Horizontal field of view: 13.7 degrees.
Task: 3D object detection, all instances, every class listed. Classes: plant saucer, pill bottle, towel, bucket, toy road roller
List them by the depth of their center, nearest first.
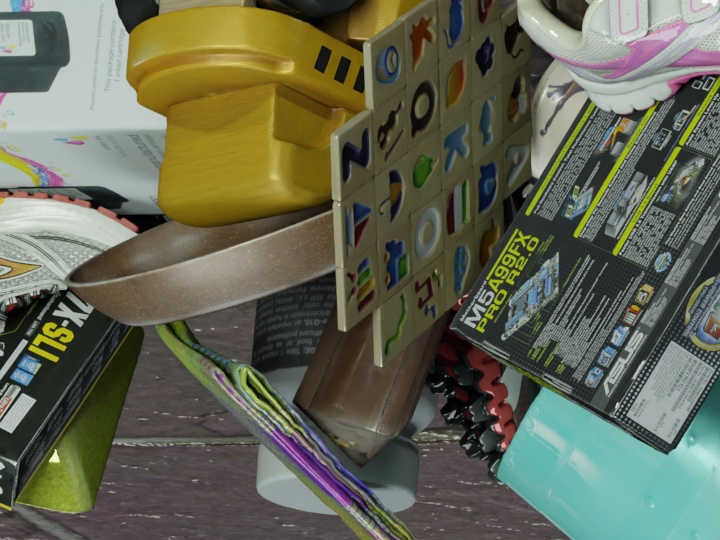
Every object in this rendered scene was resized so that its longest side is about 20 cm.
[{"bbox_3d":[-0.031,-0.084,1.478,0.123,0.147,0.200,-9,159,37],"label":"toy road roller"},{"bbox_3d":[-0.049,-0.014,1.502,0.200,0.035,0.200,-19,-171,3],"label":"plant saucer"},{"bbox_3d":[-0.027,0.100,1.616,0.200,0.023,0.144,46,174,-21],"label":"towel"},{"bbox_3d":[0.178,0.077,1.639,0.135,0.207,0.207,34,165,9],"label":"bucket"},{"bbox_3d":[-0.233,0.048,1.737,0.199,0.200,0.048,12,122,-1],"label":"plant saucer"},{"bbox_3d":[-0.008,0.037,1.772,0.113,0.201,0.113,4,162,1],"label":"pill bottle"}]

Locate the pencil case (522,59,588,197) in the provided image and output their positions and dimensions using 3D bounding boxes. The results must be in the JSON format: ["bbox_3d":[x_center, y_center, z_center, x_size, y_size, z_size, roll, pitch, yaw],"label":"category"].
[{"bbox_3d":[0.180,-0.040,1.555,0.200,0.078,0.090,29,136,20],"label":"pencil case"}]

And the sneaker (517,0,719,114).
[{"bbox_3d":[0.148,-0.131,1.397,0.088,0.082,0.200,21,152,-35],"label":"sneaker"}]

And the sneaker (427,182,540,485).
[{"bbox_3d":[0.082,0.024,1.710,0.098,0.201,0.071,-23,-158,-19],"label":"sneaker"}]

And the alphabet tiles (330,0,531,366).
[{"bbox_3d":[0.037,-0.055,1.454,0.006,0.167,0.200,11,-151,27],"label":"alphabet tiles"}]

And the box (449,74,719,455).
[{"bbox_3d":[0.145,-0.027,1.447,0.044,0.200,0.160,33,177,-30],"label":"box"}]

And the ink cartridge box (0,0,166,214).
[{"bbox_3d":[-0.162,-0.088,1.606,0.199,0.083,0.146,-1,163,14],"label":"ink cartridge box"}]

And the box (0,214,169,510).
[{"bbox_3d":[-0.216,0.021,1.674,0.159,0.200,0.049,24,140,8],"label":"box"}]

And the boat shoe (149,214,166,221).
[{"bbox_3d":[-0.088,-0.039,1.739,0.200,0.062,0.075,13,170,34],"label":"boat shoe"}]

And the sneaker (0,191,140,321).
[{"bbox_3d":[-0.201,0.002,1.626,0.199,0.082,0.078,6,164,-10],"label":"sneaker"}]

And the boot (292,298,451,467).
[{"bbox_3d":[0.000,0.000,1.607,0.064,0.201,0.186,21,175,-25],"label":"boot"}]
